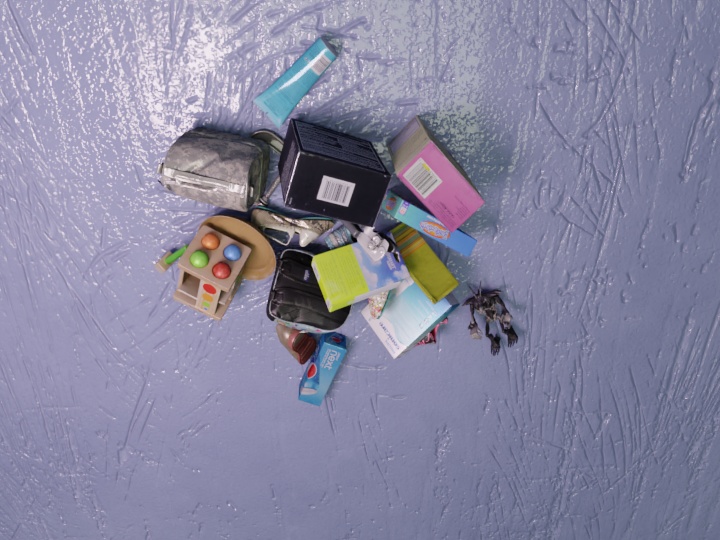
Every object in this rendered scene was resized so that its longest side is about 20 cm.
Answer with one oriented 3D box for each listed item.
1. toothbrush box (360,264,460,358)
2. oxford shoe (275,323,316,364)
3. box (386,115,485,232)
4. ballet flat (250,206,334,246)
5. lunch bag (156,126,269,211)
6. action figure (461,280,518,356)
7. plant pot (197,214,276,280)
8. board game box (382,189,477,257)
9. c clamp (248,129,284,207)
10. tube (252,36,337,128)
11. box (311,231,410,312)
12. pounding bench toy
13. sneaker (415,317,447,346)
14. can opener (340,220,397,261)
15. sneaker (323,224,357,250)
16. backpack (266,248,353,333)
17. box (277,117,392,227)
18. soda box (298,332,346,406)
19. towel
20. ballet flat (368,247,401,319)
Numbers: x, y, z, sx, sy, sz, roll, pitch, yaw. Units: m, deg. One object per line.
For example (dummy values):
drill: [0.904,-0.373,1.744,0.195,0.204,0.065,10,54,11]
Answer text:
toothbrush box: [0.121,0.093,1.350,0.200,0.085,0.147,-45,72,17]
oxford shoe: [-0.164,0.180,1.405,0.074,0.071,0.201,30,159,20]
box: [0.154,-0.208,1.167,0.096,0.202,0.175,-41,114,18]
ballet flat: [-0.159,-0.094,1.275,0.194,0.068,0.078,9,76,-11]
lunch bag: [-0.300,-0.206,1.144,0.194,0.169,0.143,13,112,-1]
action figure: [0.336,0.126,1.414,0.117,0.103,0.202,-24,119,22]
plant pot: [-0.283,-0.056,1.279,0.194,0.028,0.203,13,138,12]
board game box: [0.150,-0.109,1.245,0.196,0.152,0.046,27,101,-16]
c clamp: [-0.203,-0.219,1.237,0.170,0.027,0.200,39,108,-21]
tube: [-0.132,-0.392,1.143,0.199,0.051,0.077,-39,109,21]
box: [0.000,0.000,1.242,0.195,0.125,0.048,-18,162,-18]
pounding bench toy: [-0.369,-0.014,1.246,0.196,0.126,0.157,26,140,-5]
sneaker: [0.150,0.164,1.415,0.078,0.096,0.202,4,129,-53]
can opener: [0.001,-0.098,1.244,0.053,0.200,0.066,-51,154,20]
sneaker: [0.004,-0.029,1.325,0.086,0.078,0.200,-41,116,8]
backpack: [-0.115,0.057,1.299,0.194,0.151,0.183,14,77,-8]
box: [-0.061,-0.204,1.144,0.195,0.200,0.126,12,119,-19]
soda box: [-0.104,0.262,1.477,0.066,0.065,0.204,19,115,-13]
towel: [0.140,-0.023,1.286,0.085,0.018,0.201,-35,77,-16]
ballet flat: [0.051,0.016,1.308,0.063,0.204,0.075,29,156,-13]
